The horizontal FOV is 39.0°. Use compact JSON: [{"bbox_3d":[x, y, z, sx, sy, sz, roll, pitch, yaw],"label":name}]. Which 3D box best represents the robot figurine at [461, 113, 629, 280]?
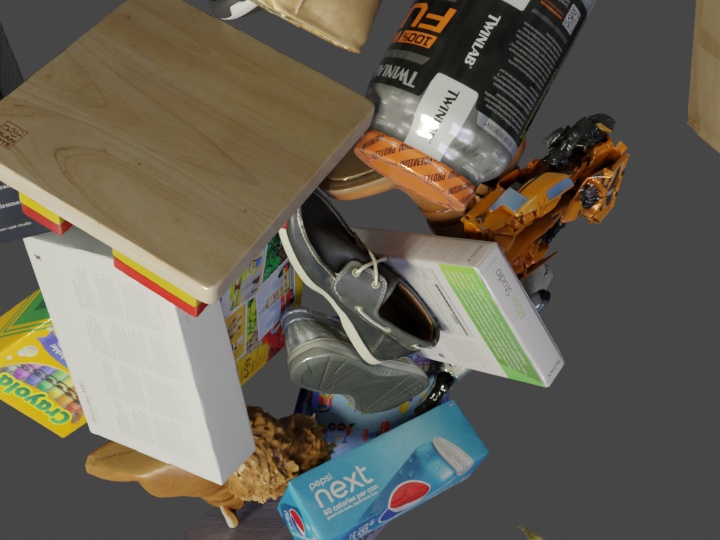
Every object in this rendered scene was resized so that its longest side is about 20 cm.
[{"bbox_3d":[0.170,-0.056,0.923,0.200,0.058,0.145,-35,150,-24],"label":"robot figurine"}]

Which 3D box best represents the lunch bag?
[{"bbox_3d":[0.016,0.124,1.067,0.150,0.094,0.201,1,121,-17],"label":"lunch bag"}]

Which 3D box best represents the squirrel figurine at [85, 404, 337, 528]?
[{"bbox_3d":[-0.130,0.188,1.001,0.199,0.142,0.187,7,147,23],"label":"squirrel figurine"}]

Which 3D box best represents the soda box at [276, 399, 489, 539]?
[{"bbox_3d":[0.023,0.202,0.985,0.200,0.068,0.064,-22,155,-29],"label":"soda box"}]

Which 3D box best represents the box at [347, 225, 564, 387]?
[{"bbox_3d":[0.073,0.029,0.911,0.036,0.200,0.145,-48,122,-23],"label":"box"}]

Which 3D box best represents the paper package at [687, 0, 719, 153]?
[{"bbox_3d":[0.393,-0.214,0.878,0.190,0.104,0.200,-18,133,-5],"label":"paper package"}]

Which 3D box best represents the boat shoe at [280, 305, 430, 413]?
[{"bbox_3d":[-0.002,0.085,0.955,0.074,0.065,0.202,-35,147,23],"label":"boat shoe"}]

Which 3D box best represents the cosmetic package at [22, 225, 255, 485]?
[{"bbox_3d":[-0.170,0.058,0.792,0.150,0.052,0.201,12,127,29],"label":"cosmetic package"}]

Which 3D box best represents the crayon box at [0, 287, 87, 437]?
[{"bbox_3d":[-0.268,0.077,0.940,0.200,0.052,0.126,-33,133,12],"label":"crayon box"}]

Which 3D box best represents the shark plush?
[{"bbox_3d":[0.130,0.073,1.030,0.200,0.091,0.083,-63,156,-4],"label":"shark plush"}]

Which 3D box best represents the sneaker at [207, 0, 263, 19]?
[{"bbox_3d":[-0.015,-0.228,0.743,0.200,0.072,0.083,-30,135,8],"label":"sneaker"}]

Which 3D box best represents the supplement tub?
[{"bbox_3d":[0.083,-0.154,0.759,0.122,0.122,0.200,30,86,-37],"label":"supplement tub"}]

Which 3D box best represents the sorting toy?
[{"bbox_3d":[-0.126,-0.081,0.704,0.200,0.199,0.070,30,145,12],"label":"sorting toy"}]

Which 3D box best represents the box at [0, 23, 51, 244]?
[{"bbox_3d":[-0.315,-0.114,0.716,0.147,0.104,0.200,-14,133,-7],"label":"box"}]

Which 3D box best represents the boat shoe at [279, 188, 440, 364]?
[{"bbox_3d":[0.000,0.000,0.847,0.067,0.072,0.200,-8,133,35],"label":"boat shoe"}]

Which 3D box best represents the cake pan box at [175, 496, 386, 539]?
[{"bbox_3d":[-0.098,0.284,1.060,0.199,0.184,0.053,-7,101,27],"label":"cake pan box"}]

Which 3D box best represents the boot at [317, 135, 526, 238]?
[{"bbox_3d":[0.059,-0.076,0.899,0.200,0.077,0.156,-32,143,-17],"label":"boot"}]

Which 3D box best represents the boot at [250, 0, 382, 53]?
[{"bbox_3d":[-0.031,-0.266,0.649,0.175,0.066,0.200,23,100,-19],"label":"boot"}]

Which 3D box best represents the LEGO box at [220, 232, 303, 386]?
[{"bbox_3d":[-0.118,0.004,0.858,0.149,0.077,0.200,-43,151,-42],"label":"LEGO box"}]
